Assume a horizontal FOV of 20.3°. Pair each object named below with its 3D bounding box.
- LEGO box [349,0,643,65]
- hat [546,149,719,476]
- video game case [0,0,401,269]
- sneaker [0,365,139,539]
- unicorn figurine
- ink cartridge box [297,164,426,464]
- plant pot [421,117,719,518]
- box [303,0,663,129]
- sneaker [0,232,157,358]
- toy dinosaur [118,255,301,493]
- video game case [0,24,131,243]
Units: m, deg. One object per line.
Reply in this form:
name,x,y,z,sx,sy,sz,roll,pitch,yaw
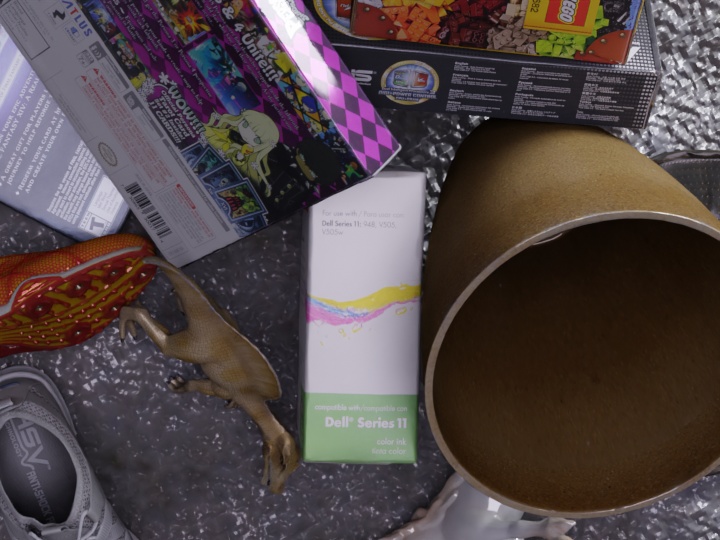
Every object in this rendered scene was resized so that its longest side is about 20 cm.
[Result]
LEGO box,0.073,-0.210,1.086,0.147,0.201,0.078,5,137,-4
hat,0.200,0.028,1.177,0.199,0.081,0.203,0,94,-3
video game case,-0.096,-0.110,1.056,0.201,0.181,0.036,55,49,-10
sneaker,-0.173,0.155,1.158,0.074,0.082,0.201,-28,97,-2
unicorn figurine,0.077,0.131,1.175,0.074,0.137,0.201,46,64,-44
ink cartridge box,0.000,0.000,1.140,0.067,0.117,0.202,1,95,-3
plant pot,0.110,-0.001,1.092,0.185,0.201,0.188,-4,122,-6
box,0.059,-0.155,1.116,0.198,0.161,0.044,5,137,-5
sneaker,-0.212,0.015,1.145,0.198,0.073,0.078,-21,58,-6
toy dinosaur,-0.085,0.037,1.136,0.058,0.101,0.201,-46,132,-22
video game case,-0.203,-0.117,1.163,0.199,0.019,0.144,27,92,-6
